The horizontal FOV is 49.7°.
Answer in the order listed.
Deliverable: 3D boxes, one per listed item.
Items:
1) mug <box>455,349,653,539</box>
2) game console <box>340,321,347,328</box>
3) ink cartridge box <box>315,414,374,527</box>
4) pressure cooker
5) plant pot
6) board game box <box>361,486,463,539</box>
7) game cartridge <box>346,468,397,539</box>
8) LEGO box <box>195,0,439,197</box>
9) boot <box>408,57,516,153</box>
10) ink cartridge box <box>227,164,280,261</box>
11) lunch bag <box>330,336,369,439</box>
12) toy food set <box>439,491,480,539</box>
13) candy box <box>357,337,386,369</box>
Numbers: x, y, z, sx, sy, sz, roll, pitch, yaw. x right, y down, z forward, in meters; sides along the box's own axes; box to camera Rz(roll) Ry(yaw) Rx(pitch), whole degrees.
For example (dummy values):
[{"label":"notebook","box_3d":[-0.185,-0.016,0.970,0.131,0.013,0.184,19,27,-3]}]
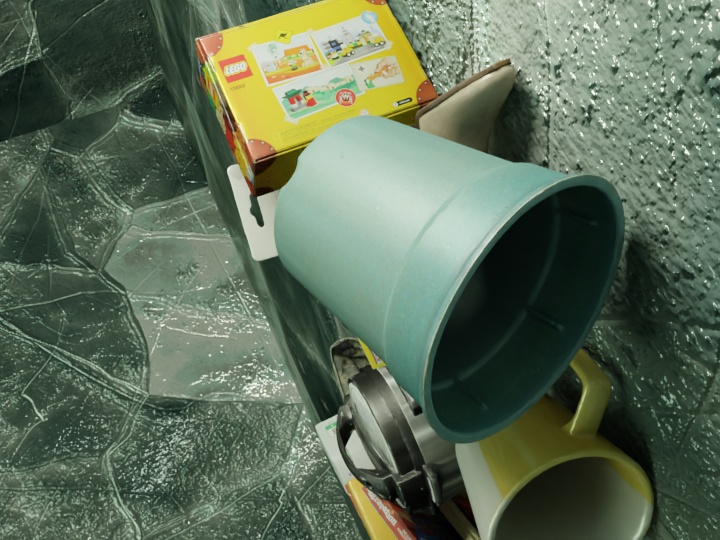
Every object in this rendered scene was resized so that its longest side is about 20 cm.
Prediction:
[{"label":"mug","box_3d":[0.171,0.171,0.704,0.149,0.187,0.153,39,-171,-24]},{"label":"game console","box_3d":[0.014,0.083,1.137,0.200,0.119,0.173,-131,24,-55]},{"label":"ink cartridge box","box_3d":[0.033,0.311,1.317,0.200,0.161,0.050,54,164,46]},{"label":"pressure cooker","box_3d":[0.073,0.172,0.869,0.176,0.200,0.179,104,143,-73]},{"label":"plant pot","box_3d":[0.050,-0.013,0.571,0.196,0.200,0.200,34,147,37]},{"label":"board game box","box_3d":[0.082,0.316,0.947,0.103,0.019,0.200,44,-177,39]},{"label":"game cartridge","box_3d":[0.100,0.353,1.090,0.032,0.176,0.200,96,150,-61]},{"label":"LEGO box","box_3d":[-0.044,-0.182,0.784,0.077,0.200,0.149,107,140,-68]},{"label":"boot","box_3d":[0.093,-0.074,0.670,0.146,0.070,0.200,67,154,2]},{"label":"ink cartridge box","box_3d":[-0.032,-0.090,0.849,0.067,0.200,0.117,164,89,-73]},{"label":"lunch bag","box_3d":[0.034,0.208,1.218,0.200,0.117,0.164,52,170,43]},{"label":"toy food set","box_3d":[0.158,0.330,0.973,0.198,0.049,0.200,52,175,-30]},{"label":"candy box","box_3d":[0.044,0.007,0.763,0.026,0.200,0.102,-18,101,35]}]
